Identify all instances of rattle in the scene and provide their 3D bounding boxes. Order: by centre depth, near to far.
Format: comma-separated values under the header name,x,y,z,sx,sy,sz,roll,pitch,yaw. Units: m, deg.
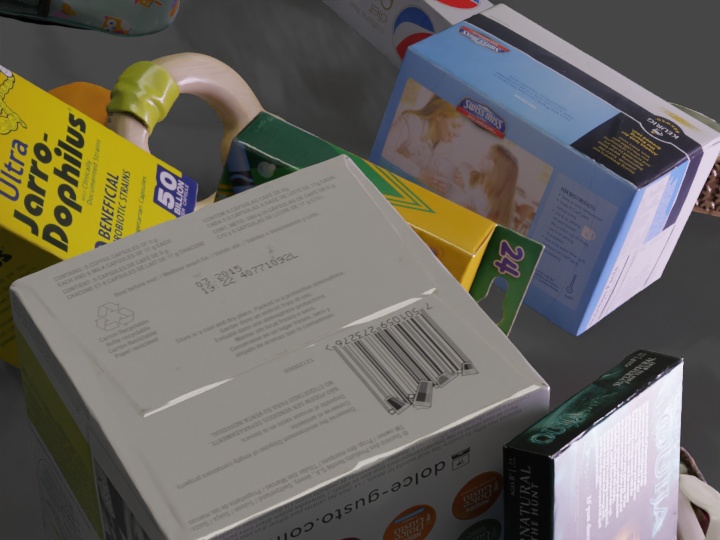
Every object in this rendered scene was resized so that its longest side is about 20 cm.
name,x,y,z,sx,sy,sz,roll,pitch,yaw
rattle,-0.112,-0.067,1.543,0.200,0.143,0.130,11,63,-40

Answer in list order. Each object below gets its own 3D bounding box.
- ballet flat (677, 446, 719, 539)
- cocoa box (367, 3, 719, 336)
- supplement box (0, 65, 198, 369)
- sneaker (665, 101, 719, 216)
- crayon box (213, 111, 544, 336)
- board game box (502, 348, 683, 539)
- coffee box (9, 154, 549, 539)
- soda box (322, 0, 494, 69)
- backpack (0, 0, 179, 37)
name,x,y,z,sx,sy,sz,roll,pitch,yaw
ballet flat,0.200,0.177,1.308,0.069,0.071,0.200,7,35,-20
cocoa box,0.124,-0.074,1.577,0.200,0.133,0.131,34,36,21
supplement box,-0.204,-0.032,1.280,0.200,0.109,0.109,30,45,-32
sneaker,0.212,-0.098,1.729,0.200,0.067,0.090,15,26,-7
crayon box,0.000,0.000,1.412,0.200,0.126,0.052,25,34,9
board game box,0.115,0.154,1.102,0.028,0.200,0.135,12,24,32
coffee box,-0.042,0.101,1.138,0.200,0.198,0.200,-22,47,-21
soda box,0.045,-0.206,1.790,0.064,0.068,0.200,-13,45,-40
backpack,-0.217,-0.260,1.664,0.200,0.153,0.176,18,27,-14
